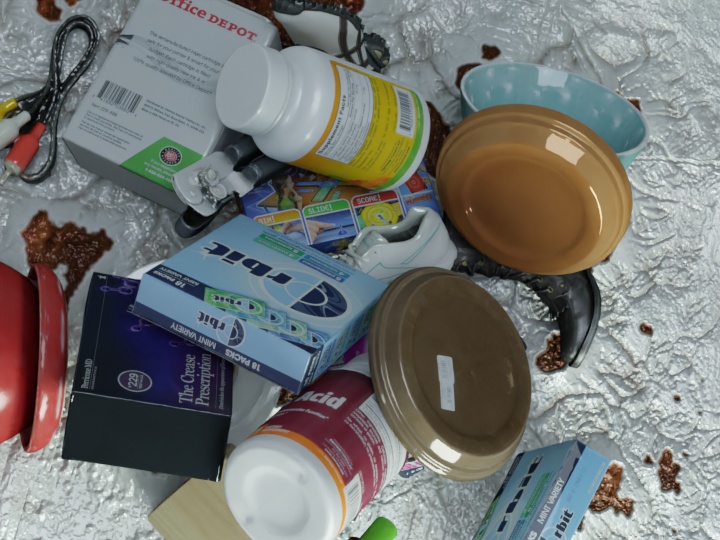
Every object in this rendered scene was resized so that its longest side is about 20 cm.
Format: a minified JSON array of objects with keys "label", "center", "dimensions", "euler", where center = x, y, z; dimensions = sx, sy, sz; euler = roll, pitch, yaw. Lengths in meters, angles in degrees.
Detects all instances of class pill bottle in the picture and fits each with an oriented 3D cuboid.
[{"label":"pill bottle","center":[-0.038,-0.152,1.527],"dimensions":[0.199,0.111,0.112],"euler":[15,75,-41]},{"label":"pill bottle","center":[-0.024,0.156,1.403],"dimensions":[0.114,0.114,0.200],"euler":[51,37,1]}]

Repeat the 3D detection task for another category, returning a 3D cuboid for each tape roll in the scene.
[{"label":"tape roll","center":[-0.175,0.091,1.567],"dimensions":[0.201,0.071,0.204],"euler":[2,79,-11]}]

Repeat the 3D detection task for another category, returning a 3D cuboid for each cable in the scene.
[{"label":"cable","center":[-0.316,-0.169,1.593],"dimensions":[0.097,0.050,0.200],"euler":[40,76,-3]}]

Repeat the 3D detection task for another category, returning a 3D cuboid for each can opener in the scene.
[{"label":"can opener","center":[-0.117,-0.098,1.548],"dimensions":[0.053,0.066,0.200],"euler":[48,44,5]}]

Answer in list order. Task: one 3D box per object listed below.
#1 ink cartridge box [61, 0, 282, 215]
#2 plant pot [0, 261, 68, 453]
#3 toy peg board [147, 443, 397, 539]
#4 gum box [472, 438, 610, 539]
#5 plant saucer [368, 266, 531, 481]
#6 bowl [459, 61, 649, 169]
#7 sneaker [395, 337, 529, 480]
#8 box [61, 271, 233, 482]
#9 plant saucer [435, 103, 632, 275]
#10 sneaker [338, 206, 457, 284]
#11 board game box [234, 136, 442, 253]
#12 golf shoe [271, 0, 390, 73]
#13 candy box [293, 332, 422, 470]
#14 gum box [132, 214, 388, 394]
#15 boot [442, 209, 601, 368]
[{"label":"ink cartridge box","center":[-0.183,-0.174,1.588],"dimensions":[0.145,0.084,0.201],"euler":[25,76,11]},{"label":"plant pot","center":[-0.370,0.074,1.469],"dimensions":[0.181,0.200,0.202],"euler":[2,80,-19]},{"label":"toy peg board","center":[-0.074,0.249,1.512],"dimensions":[0.200,0.199,0.098],"euler":[47,53,0]},{"label":"gum box","center":[0.158,0.254,1.537],"dimensions":[0.044,0.200,0.171],"euler":[31,75,-4]},{"label":"plant saucer","center":[0.089,0.090,1.440],"dimensions":[0.199,0.029,0.202],"euler":[18,62,-37]},{"label":"bowl","center":[0.188,-0.125,1.634],"dimensions":[0.199,0.201,0.106],"euler":[8,123,-10]},{"label":"sneaker","center":[0.066,0.106,1.609],"dimensions":[0.129,0.079,0.199],"euler":[42,76,0]},{"label":"box","center":[-0.187,0.092,1.426],"dimensions":[0.140,0.200,0.079],"euler":[7,119,-9]},{"label":"plant saucer","center":[0.165,-0.070,1.544],"dimensions":[0.199,0.200,0.038],"euler":[33,46,-4]},{"label":"sneaker","center":[0.000,0.000,1.583],"dimensions":[0.199,0.080,0.070],"euler":[-32,48,-9]},{"label":"board game box","center":[-0.029,-0.088,1.629],"dimensions":[0.198,0.035,0.136],"euler":[-11,69,-13]},{"label":"golf shoe","center":[-0.034,-0.214,1.595],"dimensions":[0.077,0.200,0.095],"euler":[19,86,31]},{"label":"candy box","center":[0.039,0.123,1.538],"dimensions":[0.198,0.061,0.138],"euler":[-13,76,14]},{"label":"gum box","center":[-0.086,0.026,1.451],"dimensions":[0.169,0.200,0.045],"euler":[26,115,13]},{"label":"boot","center":[0.159,0.001,1.656],"dimensions":[0.173,0.069,0.202],"euler":[5,69,-10]}]
